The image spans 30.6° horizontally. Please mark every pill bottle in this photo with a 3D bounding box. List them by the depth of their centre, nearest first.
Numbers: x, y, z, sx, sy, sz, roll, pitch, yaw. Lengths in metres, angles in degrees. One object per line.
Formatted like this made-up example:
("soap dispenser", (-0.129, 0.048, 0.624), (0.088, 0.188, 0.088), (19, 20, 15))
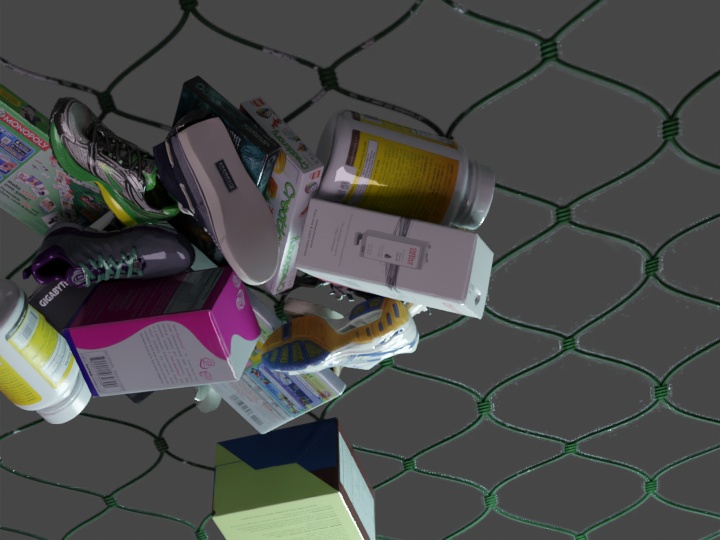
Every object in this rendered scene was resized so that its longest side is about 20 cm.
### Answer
("pill bottle", (0.050, -0.109, 1.515), (0.198, 0.110, 0.110), (15, 134, -15))
("pill bottle", (-0.441, 0.114, 1.737), (0.110, 0.112, 0.201), (-17, 133, 17))

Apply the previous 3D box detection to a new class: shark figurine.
("shark figurine", (-0.242, 0.135, 1.782), (0.127, 0.090, 0.214), (-31, 130, 26))

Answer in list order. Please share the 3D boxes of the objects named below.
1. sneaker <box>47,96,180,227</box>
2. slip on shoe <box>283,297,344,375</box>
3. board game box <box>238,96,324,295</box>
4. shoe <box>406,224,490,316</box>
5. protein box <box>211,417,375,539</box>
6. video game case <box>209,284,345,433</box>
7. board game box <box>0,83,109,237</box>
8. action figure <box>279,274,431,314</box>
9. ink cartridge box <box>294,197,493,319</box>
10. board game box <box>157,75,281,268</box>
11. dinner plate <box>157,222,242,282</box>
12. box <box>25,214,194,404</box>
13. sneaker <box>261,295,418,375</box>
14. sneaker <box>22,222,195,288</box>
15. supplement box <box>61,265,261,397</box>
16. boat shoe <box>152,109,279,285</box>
("sneaker", (-0.276, -0.129, 1.502), (0.084, 0.079, 0.200), (-10, 141, 35))
("slip on shoe", (-0.057, 0.091, 1.704), (0.075, 0.061, 0.200), (14, 164, 13))
("board game box", (-0.108, -0.085, 1.533), (0.034, 0.126, 0.201), (-23, 147, -33))
("shoe", (0.090, 0.019, 1.677), (0.053, 0.070, 0.200), (29, 127, -17))
("protein box", (-0.095, 0.349, 1.969), (0.196, 0.136, 0.201), (-13, 134, 11))
("video game case", (-0.142, 0.117, 1.710), (0.200, 0.022, 0.181), (45, 136, -15))
("board game box", (-0.388, -0.118, 1.557), (0.134, 0.029, 0.200), (-32, 128, 27))
("action figure", (0.000, 0.000, 1.638), (0.197, 0.103, 0.120), (10, 136, 12))
("ink cartridge box", (0.043, -0.012, 1.493), (0.197, 0.084, 0.146), (13, 175, 15))
("board game box", (-0.170, -0.106, 1.519), (0.135, 0.028, 0.201), (40, 136, 15))
("dinner plate", (-0.250, 0.005, 1.691), (0.197, 0.024, 0.202), (0, 137, 0))
("box", (-0.288, 0.047, 1.650), (0.198, 0.050, 0.199), (44, 123, -15))
("sneaker", (-0.023, 0.098, 1.609), (0.198, 0.076, 0.088), (-14, 144, 19))
("sneaker", (-0.291, -0.004, 1.531), (0.197, 0.088, 0.075), (1, 126, 19))
("supplement box", (-0.232, 0.073, 1.559), (0.197, 0.104, 0.102), (-7, 120, 21))
("boat shoe", (-0.162, -0.074, 1.466), (0.092, 0.074, 0.202), (-17, 96, 53))
